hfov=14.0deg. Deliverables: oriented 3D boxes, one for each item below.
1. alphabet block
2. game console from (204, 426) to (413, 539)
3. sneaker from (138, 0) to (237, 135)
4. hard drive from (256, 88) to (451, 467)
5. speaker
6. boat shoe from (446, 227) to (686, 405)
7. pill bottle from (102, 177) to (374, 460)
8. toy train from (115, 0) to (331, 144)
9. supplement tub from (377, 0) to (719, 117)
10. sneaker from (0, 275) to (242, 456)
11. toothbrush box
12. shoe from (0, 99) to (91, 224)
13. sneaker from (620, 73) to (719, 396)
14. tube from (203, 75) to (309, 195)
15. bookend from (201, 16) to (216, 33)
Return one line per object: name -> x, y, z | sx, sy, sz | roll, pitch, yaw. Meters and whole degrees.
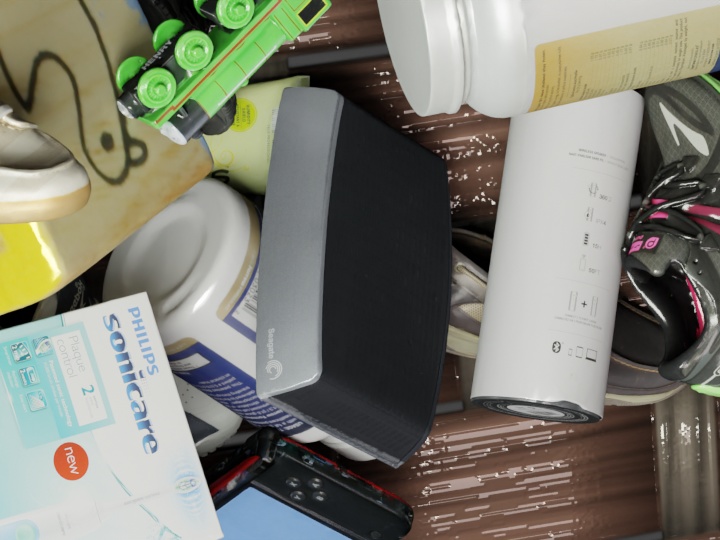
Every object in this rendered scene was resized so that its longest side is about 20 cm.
alphabet block -> -0.231, -0.078, 1.589 | 0.196, 0.200, 0.195 | -22, 101, 27
game console -> -0.093, 0.192, 1.799 | 0.172, 0.119, 0.200 | 30, 140, -21
sneaker -> -0.151, -0.150, 1.697 | 0.091, 0.076, 0.200 | -37, 106, 18
hard drive -> 0.000, 0.000, 1.706 | 0.042, 0.200, 0.135 | -18, 145, 37
speaker -> 0.118, -0.014, 1.743 | 0.081, 0.081, 0.200 | 10, 80, -14
boat shoe -> 0.123, 0.027, 1.813 | 0.200, 0.075, 0.073 | 15, 127, -16
pill bottle -> -0.051, 0.037, 1.767 | 0.111, 0.111, 0.200 | -44, 129, 13
toy train -> -0.051, -0.147, 1.586 | 0.200, 0.042, 0.056 | -46, 122, -9
supplement tub -> 0.117, -0.168, 1.673 | 0.200, 0.144, 0.144 | -13, 118, -10
sneaker -> -0.162, 0.048, 1.767 | 0.199, 0.080, 0.130 | 13, 137, -4
toothbrush box -> -0.195, 0.110, 1.589 | 0.200, 0.085, 0.146 | -14, 85, -33
shoe -> -0.223, -0.072, 1.434 | 0.200, 0.070, 0.053 | 18, 124, 17
sneaker -> 0.195, -0.026, 1.713 | 0.084, 0.077, 0.200 | -3, 76, -26
tube -> -0.128, -0.076, 1.745 | 0.200, 0.052, 0.058 | -3, 151, -12
bookend -> -0.073, -0.266, 1.633 | 0.200, 0.092, 0.199 | -39, 114, 12
